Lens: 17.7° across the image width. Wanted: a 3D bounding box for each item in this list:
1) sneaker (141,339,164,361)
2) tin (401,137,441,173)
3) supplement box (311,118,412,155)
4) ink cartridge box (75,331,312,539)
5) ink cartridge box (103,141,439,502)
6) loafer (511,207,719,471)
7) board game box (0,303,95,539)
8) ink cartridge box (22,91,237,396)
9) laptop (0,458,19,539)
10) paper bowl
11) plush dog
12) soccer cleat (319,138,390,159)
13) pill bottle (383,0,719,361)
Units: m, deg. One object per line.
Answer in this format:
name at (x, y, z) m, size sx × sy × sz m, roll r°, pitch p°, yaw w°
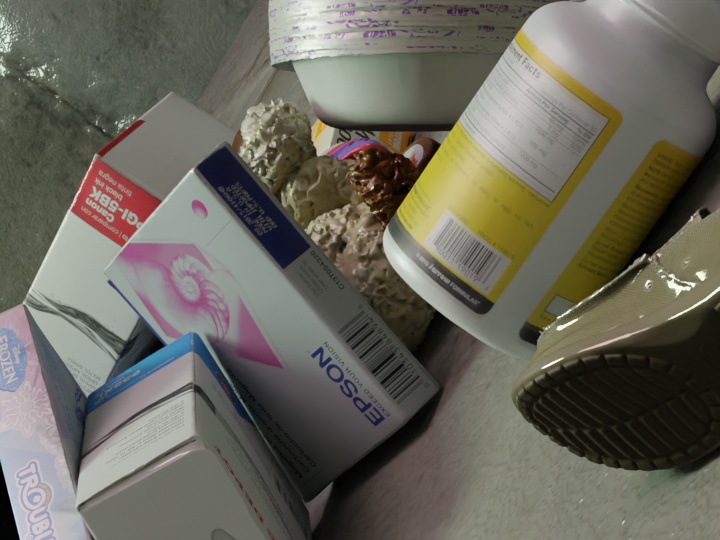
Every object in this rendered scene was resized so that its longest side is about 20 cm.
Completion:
sneaker at (-0.110, 0.063, 1.672) m, size 0.087 × 0.075 × 0.200 m, roll -42°, pitch 5°, yaw 48°
tin at (0.007, -0.009, 1.665) m, size 0.200 × 0.042 × 0.112 m, roll -54°, pitch 16°, yaw 21°
supplement box at (-0.044, -0.035, 1.862) m, size 0.200 × 0.073 × 0.126 m, roll -53°, pitch 13°, yaw 24°
ink cartridge box at (-0.092, 0.140, 1.339) m, size 0.083 × 0.146 × 0.200 m, roll -29°, pitch 15°, yaw 3°
ink cartridge box at (-0.069, 0.046, 1.424) m, size 0.043 × 0.197 × 0.200 m, roll -41°, pitch -2°, yaw -39°
loafer at (0.138, 0.020, 0.917) m, size 0.200 × 0.076 × 0.069 m, roll -31°, pitch 26°, yaw 48°
board game box at (-0.159, 0.154, 1.375) m, size 0.043 × 0.199 × 0.201 m, roll -24°, pitch 47°, yaw 1°
ink cartridge box at (-0.163, -0.003, 1.594) m, size 0.201 × 0.083 × 0.147 m, roll -60°, pitch -4°, yaw 27°
laptop at (-0.196, 0.171, 1.584) m, size 0.200 × 0.176 × 0.104 m, roll 139°, pitch 120°, yaw -83°
paper bowl at (0.038, -0.146, 1.520) m, size 0.201 × 0.199 × 0.105 m, roll -174°, pitch 84°, yaw -78°
plush dog at (0.000, 0.000, 1.494) m, size 0.172 × 0.159 × 0.201 m, roll -140°, pitch 54°, yaw -65°
soccer cleat at (-0.041, -0.008, 1.605) m, size 0.201 × 0.068 × 0.073 m, roll -58°, pitch 10°, yaw -14°
pill bottle at (0.107, -0.062, 1.159) m, size 0.201 × 0.112 × 0.112 m, roll -55°, pitch 11°, yaw 13°
